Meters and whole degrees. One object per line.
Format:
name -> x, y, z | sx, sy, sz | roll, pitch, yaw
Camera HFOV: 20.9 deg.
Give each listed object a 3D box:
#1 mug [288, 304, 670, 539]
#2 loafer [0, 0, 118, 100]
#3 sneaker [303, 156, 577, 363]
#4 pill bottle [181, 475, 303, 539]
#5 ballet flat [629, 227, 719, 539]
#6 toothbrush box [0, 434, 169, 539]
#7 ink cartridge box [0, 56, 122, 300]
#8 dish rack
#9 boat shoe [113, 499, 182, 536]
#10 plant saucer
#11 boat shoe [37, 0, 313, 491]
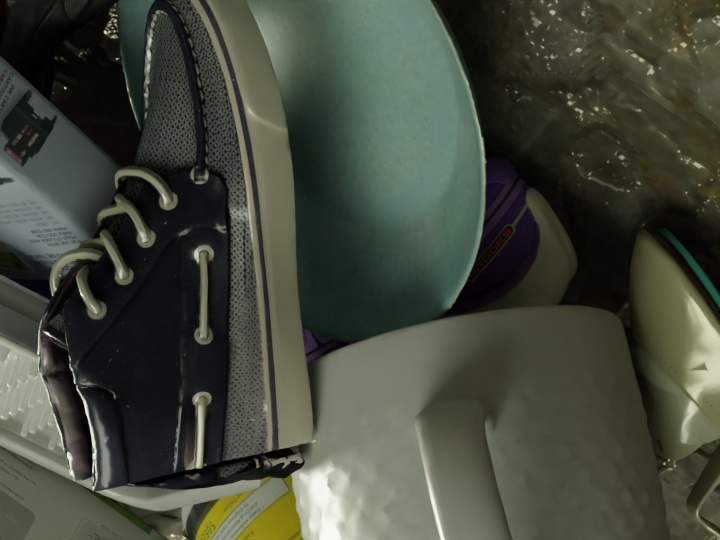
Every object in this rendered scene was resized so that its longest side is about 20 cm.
mug -> 0.050, 0.113, 0.756 | 0.147, 0.176, 0.200 | -12, 165, 3
loafer -> -0.165, -0.095, 0.813 | 0.073, 0.072, 0.200 | 51, 136, 7
sneaker -> 0.000, 0.000, 0.853 | 0.199, 0.081, 0.084 | -21, 104, 31
pill bottle -> 0.010, 0.161, 0.902 | 0.200, 0.112, 0.112 | 55, 146, 23
ballet flat -> 0.155, 0.071, 0.822 | 0.069, 0.070, 0.200 | -18, 122, 39
toothbrush box -> -0.203, 0.162, 1.001 | 0.145, 0.086, 0.200 | 38, 143, -15
ink cartridge box -> -0.150, -0.035, 0.793 | 0.119, 0.042, 0.200 | 0, 149, 43
dish rack -> -0.144, 0.042, 0.851 | 0.199, 0.044, 0.171 | 30, 157, -18
boat shoe -> -0.126, 0.118, 1.028 | 0.199, 0.066, 0.072 | -10, 127, 35
plant saucer -> -0.017, -0.069, 0.768 | 0.200, 0.039, 0.202 | 26, 130, 35
boat shoe -> -0.078, -0.010, 0.736 | 0.075, 0.092, 0.201 | 3, 102, 63
